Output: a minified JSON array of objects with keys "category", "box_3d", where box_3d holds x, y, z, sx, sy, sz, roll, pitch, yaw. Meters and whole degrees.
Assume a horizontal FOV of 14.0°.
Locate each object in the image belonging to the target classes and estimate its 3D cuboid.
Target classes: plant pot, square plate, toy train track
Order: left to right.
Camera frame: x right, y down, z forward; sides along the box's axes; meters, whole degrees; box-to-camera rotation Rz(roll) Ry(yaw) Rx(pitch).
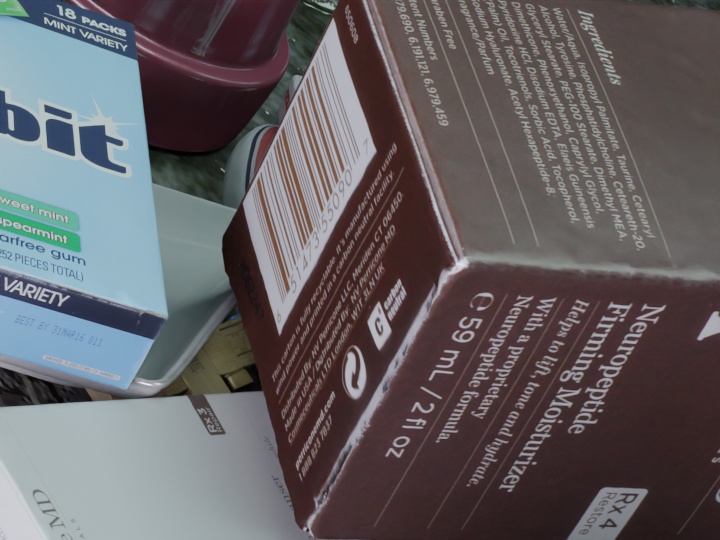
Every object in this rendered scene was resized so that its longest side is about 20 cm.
[{"category":"square plate","box_3d":[-0.145,-0.004,1.248,0.199,0.029,0.198,16,23,10]},{"category":"plant pot","box_3d":[-0.095,-0.191,1.528,0.200,0.179,0.200,32,26,-18]},{"category":"toy train track","box_3d":[-0.059,0.039,1.345,0.200,0.033,0.115,-21,73,-51]}]

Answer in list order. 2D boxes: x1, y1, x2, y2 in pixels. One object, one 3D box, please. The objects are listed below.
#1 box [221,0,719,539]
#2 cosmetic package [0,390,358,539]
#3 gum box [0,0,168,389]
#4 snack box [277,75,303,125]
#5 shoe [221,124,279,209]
[{"category":"box","box_3d":[0.074,-0.001,1.181,0.199,0.166,0.164,4,45,-25]},{"category":"cosmetic package","box_3d":[-0.084,0.114,1.136,0.200,0.081,0.113,-1,52,-57]},{"category":"gum box","box_3d":[-0.168,-0.053,1.166,0.170,0.045,0.200,17,35,-22]},{"category":"snack box","box_3d":[0.060,-0.041,1.373,0.200,0.024,0.072,18,21,-12]},{"category":"shoe","box_3d":[0.000,0.000,1.335,0.071,0.091,0.200,15,48,-38]}]
